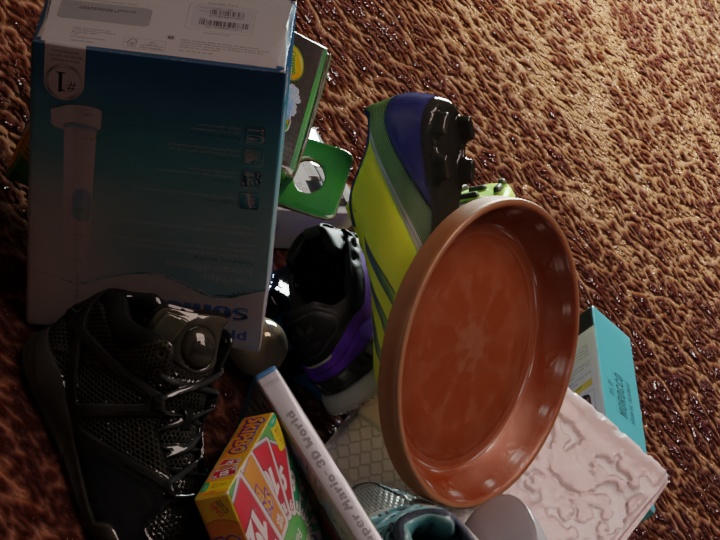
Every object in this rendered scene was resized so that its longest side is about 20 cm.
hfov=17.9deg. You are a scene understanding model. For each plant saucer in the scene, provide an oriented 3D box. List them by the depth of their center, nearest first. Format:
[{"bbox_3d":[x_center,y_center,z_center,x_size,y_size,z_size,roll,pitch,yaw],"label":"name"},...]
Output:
[{"bbox_3d":[0.073,0.051,1.459,0.032,0.202,0.200,14,3,36],"label":"plant saucer"}]

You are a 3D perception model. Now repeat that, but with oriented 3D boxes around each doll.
[{"bbox_3d":[-0.037,0.025,1.579,0.137,0.048,0.200,60,32,-4],"label":"doll"}]

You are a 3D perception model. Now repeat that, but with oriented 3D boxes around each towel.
[{"bbox_3d":[0.086,0.136,1.526,0.200,0.032,0.191,41,57,1],"label":"towel"}]

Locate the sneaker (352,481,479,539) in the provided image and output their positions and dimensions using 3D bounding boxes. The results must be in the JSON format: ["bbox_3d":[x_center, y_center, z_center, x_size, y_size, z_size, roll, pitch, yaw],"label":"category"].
[{"bbox_3d":[0.042,0.168,1.377,0.200,0.077,0.087,38,-25,53],"label":"sneaker"}]

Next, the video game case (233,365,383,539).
[{"bbox_3d":[-0.014,0.164,1.373,0.201,0.018,0.143,57,-18,12],"label":"video game case"}]

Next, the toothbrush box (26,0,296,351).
[{"bbox_3d":[-0.118,-0.061,1.343,0.145,0.201,0.086,6,34,0],"label":"toothbrush box"}]

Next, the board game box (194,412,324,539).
[{"bbox_3d":[-0.038,0.192,1.311,0.096,0.030,0.201,-60,135,-62],"label":"board game box"}]

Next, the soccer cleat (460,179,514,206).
[{"bbox_3d":[0.093,-0.008,1.817,0.200,0.064,0.084,-73,146,-63],"label":"soccer cleat"}]

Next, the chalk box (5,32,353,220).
[{"bbox_3d":[-0.103,-0.091,1.462,0.199,0.124,0.125,28,46,-13],"label":"chalk box"}]

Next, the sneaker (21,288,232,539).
[{"bbox_3d":[-0.111,0.095,1.304,0.076,0.114,0.200,3,55,-54],"label":"sneaker"}]

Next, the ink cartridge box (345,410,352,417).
[{"bbox_3d":[0.068,0.116,1.635,0.120,0.042,0.200,60,25,4],"label":"ink cartridge box"}]

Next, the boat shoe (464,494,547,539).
[{"bbox_3d":[0.107,0.225,1.400,0.068,0.072,0.201,43,19,-35],"label":"boat shoe"}]

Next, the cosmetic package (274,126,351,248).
[{"bbox_3d":[-0.084,-0.063,1.614,0.200,0.051,0.083,0,54,-57],"label":"cosmetic package"}]

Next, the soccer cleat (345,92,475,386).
[{"bbox_3d":[0.026,-0.015,1.480,0.065,0.083,0.202,10,84,-55],"label":"soccer cleat"}]

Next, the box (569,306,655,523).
[{"bbox_3d":[0.171,0.124,1.748,0.049,0.082,0.201,38,29,-26],"label":"box"}]

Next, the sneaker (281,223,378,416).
[{"bbox_3d":[0.000,0.000,1.539,0.100,0.069,0.200,52,34,-18],"label":"sneaker"}]
